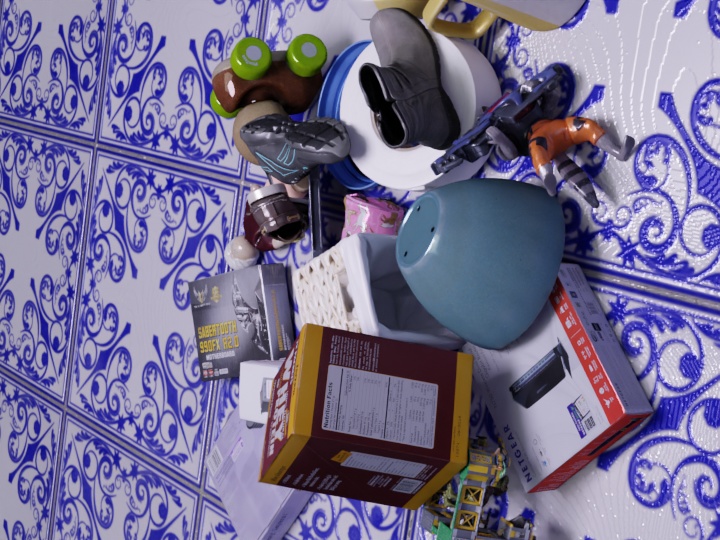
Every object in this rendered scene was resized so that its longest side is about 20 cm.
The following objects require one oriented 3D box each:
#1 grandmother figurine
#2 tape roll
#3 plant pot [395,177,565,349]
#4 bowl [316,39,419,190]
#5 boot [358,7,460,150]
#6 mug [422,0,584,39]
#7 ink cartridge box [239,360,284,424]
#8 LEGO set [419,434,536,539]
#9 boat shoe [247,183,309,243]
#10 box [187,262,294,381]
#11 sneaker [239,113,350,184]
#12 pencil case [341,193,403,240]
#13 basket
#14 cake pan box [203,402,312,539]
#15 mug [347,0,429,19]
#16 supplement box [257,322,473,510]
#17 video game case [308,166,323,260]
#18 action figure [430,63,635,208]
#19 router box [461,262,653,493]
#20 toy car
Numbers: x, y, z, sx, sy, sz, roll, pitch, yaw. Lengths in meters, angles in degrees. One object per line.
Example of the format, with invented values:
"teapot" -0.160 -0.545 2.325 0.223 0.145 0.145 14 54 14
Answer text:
"grandmother figurine" -0.143 -0.079 1.986 0.200 0.060 0.121 -54 39 32
"tape roll" 0.074 -0.197 1.668 0.202 0.071 0.203 0 89 34
"plant pot" 0.121 -0.025 1.542 0.200 0.134 0.201 -44 35 42
"bowl" 0.015 -0.208 1.808 0.200 0.039 0.201 -4 85 52
"boot" 0.041 -0.232 1.569 0.068 0.130 0.200 -32 72 29
"mug" 0.161 -0.343 1.541 0.149 0.153 0.187 37 116 45
"ink cartridge box" -0.048 0.167 1.783 0.200 0.147 0.086 1 88 53
"LEGO set" 0.149 0.267 1.556 0.200 0.115 0.154 151 129 -76
"boat shoe" -0.104 -0.068 1.826 0.072 0.200 0.060 -21 79 4
"box" -0.180 0.080 2.019 0.200 0.048 0.159 -11 86 50
"sneaker" -0.075 -0.154 1.727 0.200 0.075 0.079 16 131 51
"pencil case" 0.000 0.000 1.784 0.087 0.083 0.201 -84 5 -78
"basket" 0.027 0.041 1.637 0.123 0.200 0.136 -24 71 36
"cake pan box" -0.147 0.294 1.979 0.200 0.052 0.184 -59 45 31
"mug" 0.043 -0.394 1.685 0.187 0.149 0.154 -143 52 -75
"supplement box" 0.003 0.174 1.555 0.197 0.199 0.133 121 158 -61
"video game case" -0.061 -0.072 1.843 0.143 0.019 0.201 151 116 -88
"action figure" 0.186 -0.134 1.525 0.193 0.200 0.105 43 166 52
"router box" 0.219 0.123 1.528 0.180 0.049 0.200 -49 53 38
"toy car" -0.117 -0.201 1.864 0.164 0.157 0.201 137 124 -66
